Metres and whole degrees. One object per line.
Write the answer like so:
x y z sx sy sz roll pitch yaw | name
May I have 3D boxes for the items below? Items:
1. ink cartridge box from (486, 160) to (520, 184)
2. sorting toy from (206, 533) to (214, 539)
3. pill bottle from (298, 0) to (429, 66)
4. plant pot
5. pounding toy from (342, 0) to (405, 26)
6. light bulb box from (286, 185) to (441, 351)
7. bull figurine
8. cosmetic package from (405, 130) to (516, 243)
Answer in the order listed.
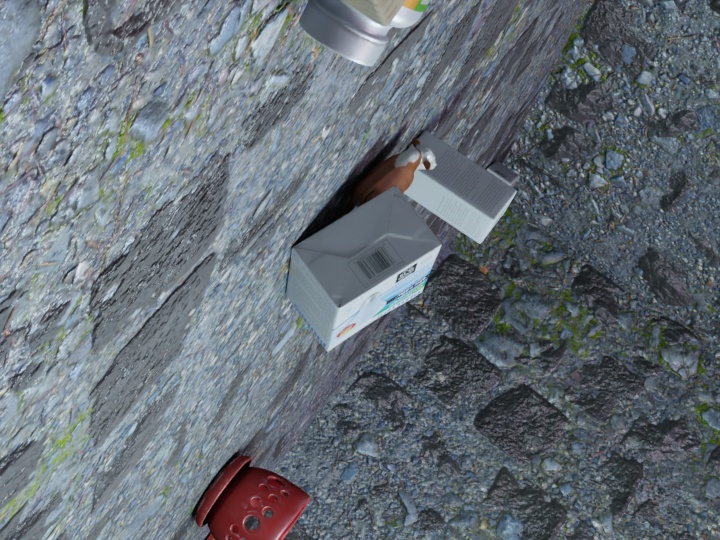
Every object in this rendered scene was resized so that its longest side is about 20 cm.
0.368 -0.209 3.609 0.200 0.084 0.176 -58 171 21 | ink cartridge box
-0.377 0.726 3.057 0.199 0.070 0.200 -53 172 -13 | sorting toy
0.027 -0.292 1.128 0.200 0.111 0.111 -58 172 20 | pill bottle
-0.232 0.503 2.593 0.200 0.182 0.200 -54 172 -12 | plant pot
0.015 -0.277 0.795 0.184 0.200 0.142 -56 172 1 | pounding toy
0.000 0.000 1.935 0.198 0.125 0.200 -32 164 -17 | light bulb box
0.043 -0.137 2.013 0.200 0.065 0.121 -34 162 -44 | bull figurine
0.163 -0.148 2.204 0.101 0.200 0.071 -48 170 -41 | cosmetic package
